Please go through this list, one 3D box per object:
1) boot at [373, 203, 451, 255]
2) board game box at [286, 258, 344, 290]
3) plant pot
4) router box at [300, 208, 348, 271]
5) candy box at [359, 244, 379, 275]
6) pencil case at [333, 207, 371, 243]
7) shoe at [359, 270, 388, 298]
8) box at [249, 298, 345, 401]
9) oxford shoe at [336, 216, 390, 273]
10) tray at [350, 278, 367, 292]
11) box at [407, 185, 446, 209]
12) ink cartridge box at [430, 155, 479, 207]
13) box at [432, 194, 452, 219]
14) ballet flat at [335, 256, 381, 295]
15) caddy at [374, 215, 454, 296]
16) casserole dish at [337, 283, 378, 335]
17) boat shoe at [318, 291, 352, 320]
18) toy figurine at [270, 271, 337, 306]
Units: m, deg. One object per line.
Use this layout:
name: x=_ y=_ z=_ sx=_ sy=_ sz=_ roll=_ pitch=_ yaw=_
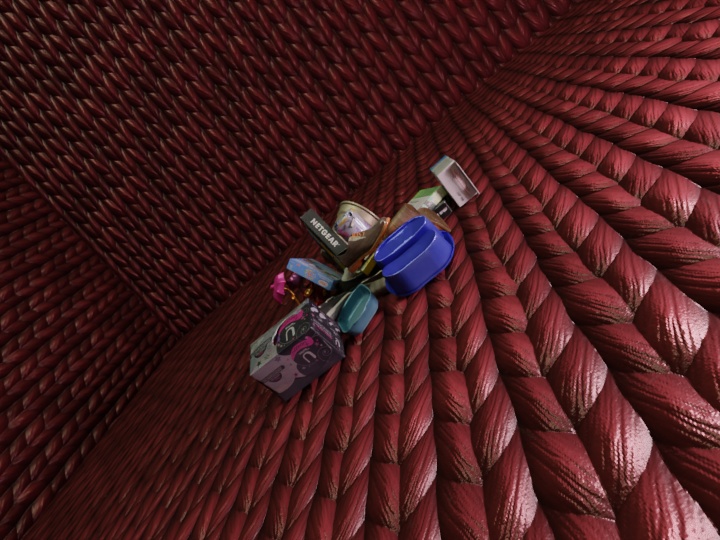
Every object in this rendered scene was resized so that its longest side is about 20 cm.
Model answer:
boot: x=0.133 y=-0.086 z=1.432 sx=0.156 sy=0.197 sz=0.074 roll=-56 pitch=45 yaw=23
board game box: x=-0.123 y=0.009 z=1.690 sx=0.037 sy=0.149 sz=0.200 roll=-65 pitch=-12 yaw=8
plant pot: x=-0.032 y=-0.096 z=1.858 sx=0.185 sy=0.199 sz=0.200 roll=-58 pitch=18 yaw=-17
router box: x=-0.090 y=-0.083 z=1.701 sx=0.051 sy=0.200 sz=0.150 roll=-42 pitch=-24 yaw=-7
candy box: x=0.065 y=-0.077 z=1.510 sx=0.202 sy=0.026 sz=0.102 roll=-55 pitch=7 yaw=0
pencil case: x=0.015 y=-0.094 z=1.638 sx=0.091 sy=0.200 sz=0.084 roll=-39 pitch=11 yaw=47
shoe: x=0.079 y=0.015 z=1.428 sx=0.199 sy=0.054 sz=0.070 roll=-34 pitch=15 yaw=32
box: x=-0.153 y=0.191 z=1.322 sx=0.199 sy=0.132 sz=0.116 roll=-38 pitch=32 yaw=14
oxford shoe: x=0.006 y=-0.079 z=1.503 sx=0.201 sy=0.072 sz=0.072 roll=-49 pitch=8 yaw=29
tray: x=-0.025 y=0.052 z=1.679 sx=0.107 sy=0.022 sz=0.201 roll=-33 pitch=16 yaw=37
box: x=0.153 y=-0.165 z=1.635 sx=0.200 sy=0.036 sz=0.144 roll=-48 pitch=15 yaw=-10
ink cartridge box: x=0.270 y=-0.258 z=1.600 sx=0.068 sy=0.116 sz=0.200 roll=-39 pitch=13 yaw=10
box: x=0.188 y=-0.160 z=1.687 sx=0.199 sy=0.048 sz=0.194 roll=-39 pitch=12 yaw=18
ballet flat: x=0.000 y=0.000 z=1.606 sx=0.198 sy=0.069 sz=0.068 roll=-28 pitch=19 yaw=17
caddy: x=0.129 y=-0.030 z=1.320 sx=0.199 sy=0.105 sz=0.142 roll=-39 pitch=38 yaw=10
casserole dish: x=-0.005 y=0.101 z=1.388 sx=0.122 sy=0.038 sz=0.200 roll=-57 pitch=12 yaw=1
boat shoe: x=-0.079 y=0.106 z=1.493 sx=0.200 sy=0.059 sz=0.075 roll=-47 pitch=-30 yaw=-55
toy figurine: x=-0.179 y=0.070 z=1.678 sx=0.201 sy=0.184 sz=0.150 roll=-50 pitch=10 yaw=-29
